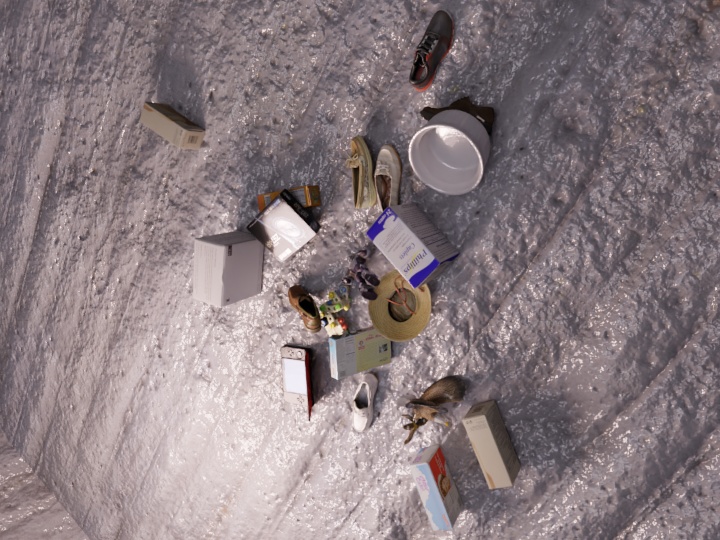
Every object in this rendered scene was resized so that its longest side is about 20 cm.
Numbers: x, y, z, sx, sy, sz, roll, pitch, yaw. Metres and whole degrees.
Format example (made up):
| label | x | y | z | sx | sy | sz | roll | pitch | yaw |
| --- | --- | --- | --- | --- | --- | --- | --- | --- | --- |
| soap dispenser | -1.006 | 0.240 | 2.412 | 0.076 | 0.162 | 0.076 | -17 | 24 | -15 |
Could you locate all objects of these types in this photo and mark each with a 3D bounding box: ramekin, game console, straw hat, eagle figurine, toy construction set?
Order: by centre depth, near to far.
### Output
| label | x | y | z | sx | sy | sz | roll | pitch | yaw |
| --- | --- | --- | --- | --- | --- | --- | --- | --- | --- |
| ramekin | 0.228 | -0.300 | 1.358 | 0.198 | 0.098 | 0.202 | 22 | 143 | 17 |
| eagle figurine | 0.198 | 0.385 | 1.538 | 0.148 | 0.153 | 0.202 | 13 | 130 | -12 |
| straw hat | 0.124 | 0.097 | 1.546 | 0.197 | 0.085 | 0.205 | 0 | 89 | 21 |
| toy construction set | -0.058 | 0.158 | 1.660 | 0.130 | 0.092 | 0.203 | -28 | 76 | 29 |
| game console | -0.211 | 0.363 | 1.762 | 0.170 | 0.118 | 0.204 | 3 | 101 | 27 |

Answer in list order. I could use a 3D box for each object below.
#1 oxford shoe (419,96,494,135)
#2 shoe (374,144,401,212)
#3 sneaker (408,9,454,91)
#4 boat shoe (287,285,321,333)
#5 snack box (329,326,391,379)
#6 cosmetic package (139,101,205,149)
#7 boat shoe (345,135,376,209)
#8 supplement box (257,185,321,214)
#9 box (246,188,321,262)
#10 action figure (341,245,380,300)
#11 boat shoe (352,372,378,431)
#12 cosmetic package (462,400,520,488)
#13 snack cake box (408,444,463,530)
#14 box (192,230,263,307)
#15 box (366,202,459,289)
| label | x | y | z | sx | sy | sz | roll | pitch | yaw |
| --- | --- | --- | --- | --- | --- | --- | --- | --- | --- |
| oxford shoe | 0.249 | -0.404 | 1.393 | 0.197 | 0.072 | 0.086 | 15 | 92 | 21 |
| shoe | 0.077 | -0.249 | 1.517 | 0.069 | 0.053 | 0.204 | 2 | 101 | 27 |
| sneaker | 0.178 | -0.560 | 1.382 | 0.076 | 0.082 | 0.203 | 26 | 112 | 21 |
| boat shoe | -0.169 | 0.101 | 1.676 | 0.200 | 0.071 | 0.069 | 50 | 149 | 40 |
| snack box | 0.003 | 0.233 | 1.578 | 0.037 | 0.197 | 0.119 | 11 | 108 | 54 |
| cosmetic package | -0.631 | -0.486 | 1.820 | 0.199 | 0.105 | 0.072 | 34 | 113 | 16 |
| boat shoe | -0.003 | -0.277 | 1.533 | 0.073 | 0.062 | 0.204 | -174 | 71 | -71 |
| supplement box | -0.221 | -0.217 | 1.677 | 0.197 | 0.066 | 0.070 | -3 | 97 | 28 |
| box | -0.237 | -0.133 | 1.664 | 0.160 | 0.044 | 0.199 | 46 | 131 | -13 |
| action figure | 0.000 | 0.000 | 1.561 | 0.132 | 0.068 | 0.200 | -66 | 27 | 19 |
| boat shoe | 0.002 | 0.419 | 1.686 | 0.070 | 0.069 | 0.204 | 16 | 108 | 22 |
| cosmetic package | 0.359 | 0.474 | 1.481 | 0.070 | 0.105 | 0.203 | -22 | 88 | 31 |
| snack cake box | 0.222 | 0.634 | 1.587 | 0.066 | 0.115 | 0.203 | -21 | 90 | 30 |
| box | -0.424 | -0.010 | 1.752 | 0.129 | 0.199 | 0.203 | 15 | 107 | 26 |
| box | 0.142 | -0.071 | 1.445 | 0.200 | 0.183 | 0.105 | 48 | 116 | 11 |
